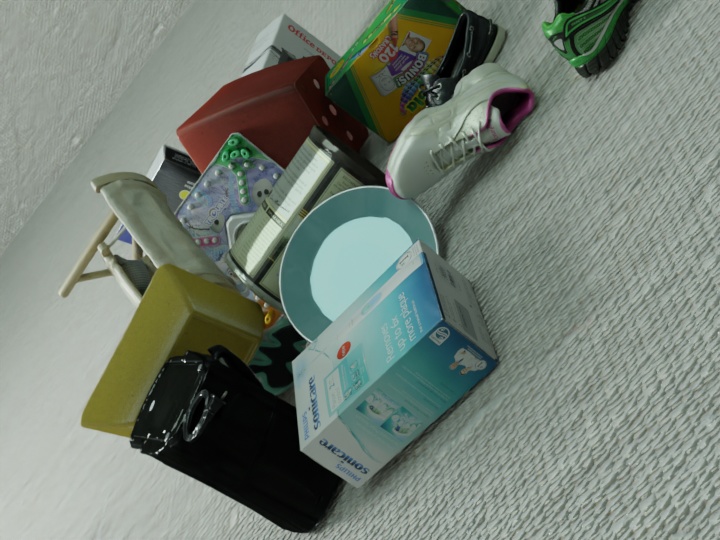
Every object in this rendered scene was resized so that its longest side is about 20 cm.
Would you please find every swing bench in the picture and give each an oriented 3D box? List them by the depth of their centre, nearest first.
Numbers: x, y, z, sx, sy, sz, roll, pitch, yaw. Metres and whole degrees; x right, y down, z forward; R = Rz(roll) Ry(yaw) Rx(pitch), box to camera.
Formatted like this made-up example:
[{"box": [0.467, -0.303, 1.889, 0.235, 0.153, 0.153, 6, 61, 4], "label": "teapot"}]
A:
[{"box": [-0.255, 0.012, 1.373, 0.199, 0.129, 0.201, 49, 130, 26], "label": "swing bench"}]

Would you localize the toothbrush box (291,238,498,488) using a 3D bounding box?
[{"box": [0.028, 0.092, 1.104, 0.200, 0.085, 0.147, -45, 27, 20], "label": "toothbrush box"}]

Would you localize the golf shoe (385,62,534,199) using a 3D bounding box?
[{"box": [0.112, -0.153, 1.235, 0.200, 0.076, 0.091, -46, 35, -9], "label": "golf shoe"}]

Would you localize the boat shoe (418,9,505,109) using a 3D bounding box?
[{"box": [0.107, -0.235, 1.379, 0.201, 0.066, 0.074, -58, 25, -2], "label": "boat shoe"}]

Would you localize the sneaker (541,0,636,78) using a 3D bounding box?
[{"box": [0.254, -0.309, 1.167, 0.078, 0.085, 0.202, -14, 48, 57], "label": "sneaker"}]

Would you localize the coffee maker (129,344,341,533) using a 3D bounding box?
[{"box": [-0.117, 0.186, 1.140, 0.136, 0.198, 0.192, -57, 24, 4], "label": "coffee maker"}]

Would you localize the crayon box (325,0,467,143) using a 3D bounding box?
[{"box": [0.058, -0.281, 1.465, 0.200, 0.118, 0.059, -45, 26, 26], "label": "crayon box"}]

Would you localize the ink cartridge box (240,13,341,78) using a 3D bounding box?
[{"box": [-0.114, -0.285, 1.761, 0.083, 0.144, 0.202, -28, 37, 47], "label": "ink cartridge box"}]

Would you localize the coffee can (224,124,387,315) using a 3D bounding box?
[{"box": [-0.057, -0.056, 1.379, 0.201, 0.145, 0.147, -53, 25, 9], "label": "coffee can"}]

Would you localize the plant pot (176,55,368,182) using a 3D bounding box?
[{"box": [-0.105, -0.185, 1.543, 0.175, 0.201, 0.201, -26, 18, 27], "label": "plant pot"}]

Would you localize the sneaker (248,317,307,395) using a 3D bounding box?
[{"box": [-0.148, 0.133, 1.410, 0.202, 0.077, 0.140, -56, 25, 2], "label": "sneaker"}]

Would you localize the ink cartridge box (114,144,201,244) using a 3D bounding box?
[{"box": [-0.248, -0.074, 1.673, 0.201, 0.195, 0.047, -55, 28, 32], "label": "ink cartridge box"}]

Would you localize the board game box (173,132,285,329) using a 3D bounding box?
[{"box": [-0.149, -0.044, 1.477, 0.201, 0.199, 0.026, -51, 5, 13], "label": "board game box"}]

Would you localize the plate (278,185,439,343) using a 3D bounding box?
[{"box": [0.000, 0.000, 1.257, 0.197, 0.026, 0.204, -9, 65, 20], "label": "plate"}]

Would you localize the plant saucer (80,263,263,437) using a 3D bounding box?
[{"box": [-0.197, 0.114, 1.259, 0.048, 0.199, 0.202, 28, 90, 33], "label": "plant saucer"}]
